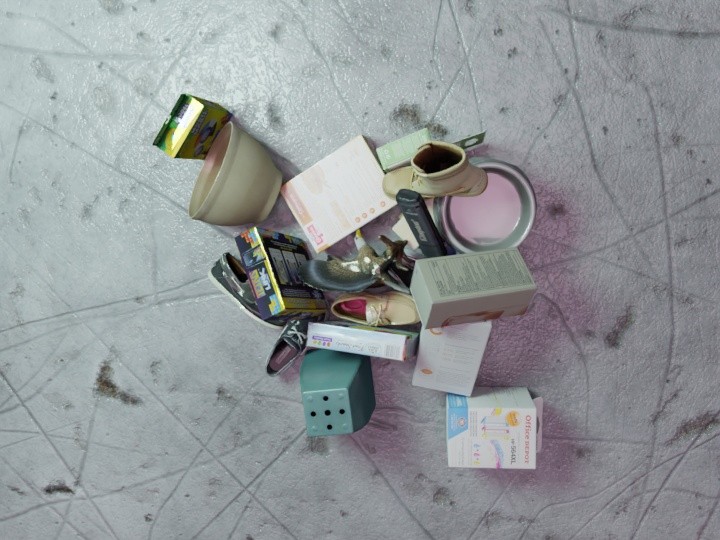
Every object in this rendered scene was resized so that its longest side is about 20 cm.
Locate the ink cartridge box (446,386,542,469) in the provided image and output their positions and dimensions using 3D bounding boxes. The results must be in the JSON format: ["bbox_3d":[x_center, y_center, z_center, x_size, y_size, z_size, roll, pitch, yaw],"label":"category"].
[{"bbox_3d":[0.276,0.318,1.303,0.197,0.125,0.130,-1,99,7],"label":"ink cartridge box"}]

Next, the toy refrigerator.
[{"bbox_3d":[0.151,-0.140,1.269,0.070,0.076,0.200,42,101,-2],"label":"toy refrigerator"}]

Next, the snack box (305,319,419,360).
[{"bbox_3d":[0.008,0.137,1.275,0.198,0.142,0.054,7,88,15],"label":"snack box"}]

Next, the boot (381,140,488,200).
[{"bbox_3d":[0.108,-0.170,1.109,0.198,0.155,0.074,3,83,26],"label":"boot"}]

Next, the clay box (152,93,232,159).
[{"bbox_3d":[-0.322,-0.274,1.232,0.047,0.200,0.115,34,101,-1],"label":"clay box"}]

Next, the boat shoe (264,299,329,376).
[{"bbox_3d":[-0.136,0.141,1.346,0.072,0.068,0.200,40,100,-2],"label":"boat shoe"}]

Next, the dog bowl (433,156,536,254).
[{"bbox_3d":[0.237,-0.114,1.199,0.197,0.059,0.203,1,100,4],"label":"dog bowl"}]

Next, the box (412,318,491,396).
[{"bbox_3d":[0.179,0.137,1.256,0.123,0.098,0.202,10,130,4],"label":"box"}]

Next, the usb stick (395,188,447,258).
[{"bbox_3d":[0.114,-0.081,1.171,0.055,0.200,0.033,21,70,31],"label":"usb stick"}]

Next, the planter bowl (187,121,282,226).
[{"bbox_3d":[-0.237,-0.172,1.259,0.134,0.200,0.202,22,102,-26],"label":"planter bowl"}]

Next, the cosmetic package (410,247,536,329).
[{"bbox_3d":[0.200,0.032,1.152,0.197,0.104,0.088,-6,142,-12],"label":"cosmetic package"}]

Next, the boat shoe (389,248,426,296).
[{"bbox_3d":[0.127,0.029,1.293,0.198,0.068,0.074,34,134,-5],"label":"boat shoe"}]

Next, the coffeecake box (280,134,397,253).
[{"bbox_3d":[-0.040,-0.153,1.286,0.199,0.073,0.154,-31,94,9],"label":"coffeecake box"}]

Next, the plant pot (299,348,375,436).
[{"bbox_3d":[-0.052,0.252,1.289,0.139,0.200,0.143,-6,99,7],"label":"plant pot"}]

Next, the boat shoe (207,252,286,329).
[{"bbox_3d":[-0.228,0.046,1.338,0.200,0.072,0.068,42,105,0],"label":"boat shoe"}]

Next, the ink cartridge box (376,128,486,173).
[{"bbox_3d":[0.136,-0.238,1.218,0.198,0.145,0.048,-21,89,8],"label":"ink cartridge box"}]

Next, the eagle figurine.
[{"bbox_3d":[-0.001,-0.006,1.245,0.199,0.152,0.152,-28,125,23],"label":"eagle figurine"}]

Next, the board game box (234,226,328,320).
[{"bbox_3d":[-0.149,0.011,1.239,0.056,0.200,0.167,-24,78,17],"label":"board game box"}]

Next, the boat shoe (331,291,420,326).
[{"bbox_3d":[0.030,0.083,1.282,0.198,0.069,0.075,3,112,33],"label":"boat shoe"}]

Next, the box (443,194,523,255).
[{"bbox_3d":[0.244,-0.071,1.272,0.199,0.070,0.065,-36,94,10],"label":"box"}]
